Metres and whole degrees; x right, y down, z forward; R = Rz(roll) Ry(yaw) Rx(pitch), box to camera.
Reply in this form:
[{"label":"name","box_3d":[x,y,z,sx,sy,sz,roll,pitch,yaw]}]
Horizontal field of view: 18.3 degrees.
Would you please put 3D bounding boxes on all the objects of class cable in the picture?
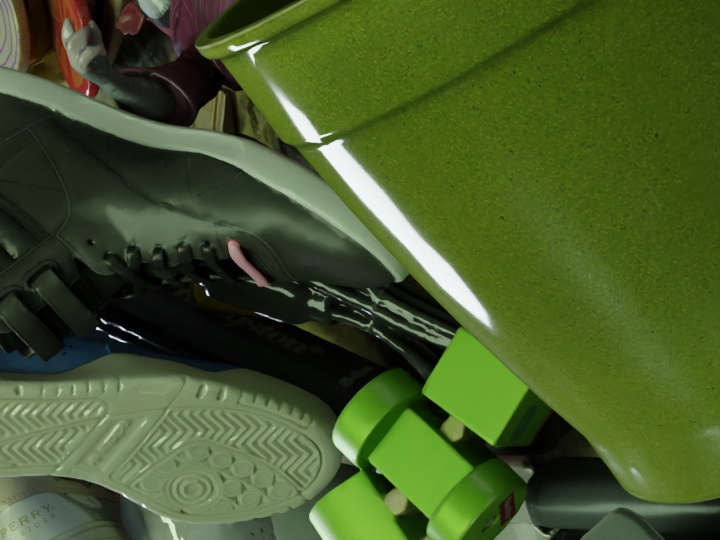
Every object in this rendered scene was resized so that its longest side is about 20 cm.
[{"label":"cable","box_3d":[0.000,0.000,0.878,0.200,0.050,0.097,20,128,20]}]

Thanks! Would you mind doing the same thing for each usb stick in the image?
[{"label":"usb stick","box_3d":[-0.058,0.030,0.943,0.200,0.055,0.033,24,109,22]}]

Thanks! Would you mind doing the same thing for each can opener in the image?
[{"label":"can opener","box_3d":[0.089,0.089,0.838,0.200,0.066,0.053,-1,115,41]}]

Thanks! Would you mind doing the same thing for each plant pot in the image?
[{"label":"plant pot","box_3d":[0.086,-0.042,0.669,0.200,0.200,0.193,-17,110,53]}]

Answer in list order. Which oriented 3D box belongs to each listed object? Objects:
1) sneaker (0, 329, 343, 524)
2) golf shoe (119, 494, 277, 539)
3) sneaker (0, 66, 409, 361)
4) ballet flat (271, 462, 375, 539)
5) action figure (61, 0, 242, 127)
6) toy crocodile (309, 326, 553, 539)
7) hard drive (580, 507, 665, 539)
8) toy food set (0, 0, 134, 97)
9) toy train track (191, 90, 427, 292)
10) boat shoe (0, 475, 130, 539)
[{"label":"sneaker","box_3d":[-0.107,0.038,0.900,0.111,0.199,0.077,-96,12,-55]},{"label":"golf shoe","box_3d":[-0.077,0.077,1.010,0.200,0.075,0.092,50,142,15]},{"label":"sneaker","box_3d":[-0.080,-0.002,0.819,0.200,0.099,0.071,18,161,24]},{"label":"ballet flat","box_3d":[0.040,0.149,0.916,0.200,0.067,0.064,47,167,13]},{"label":"action figure","box_3d":[-0.027,-0.102,0.852,0.149,0.134,0.200,31,170,-28]},{"label":"toy crocodile","box_3d":[0.052,0.038,0.802,0.067,0.062,0.200,42,105,22]},{"label":"hard drive","box_3d":[0.129,0.166,0.782,0.132,0.027,0.200,47,169,22]},{"label":"toy food set","box_3d":[-0.159,-0.161,0.970,0.200,0.049,0.198,-23,88,56]},{"label":"toy train track","box_3d":[-0.039,-0.011,0.946,0.200,0.032,0.115,18,125,42]},{"label":"boat shoe","box_3d":[-0.140,0.123,1.065,0.065,0.072,0.200,59,179,9]}]
